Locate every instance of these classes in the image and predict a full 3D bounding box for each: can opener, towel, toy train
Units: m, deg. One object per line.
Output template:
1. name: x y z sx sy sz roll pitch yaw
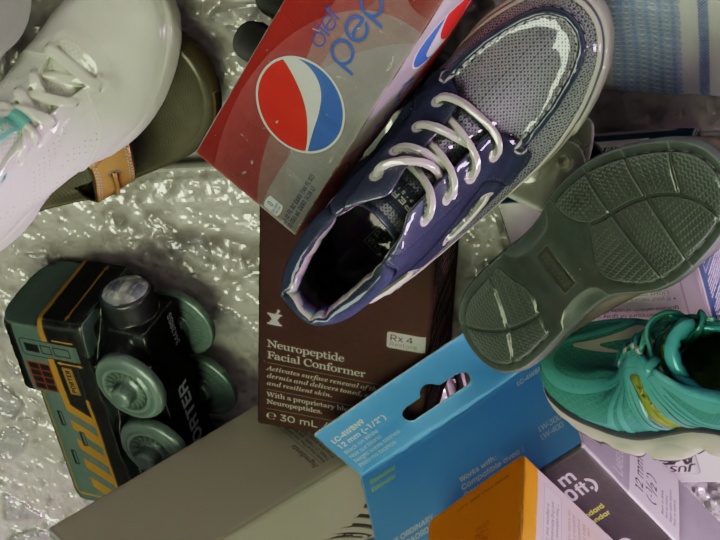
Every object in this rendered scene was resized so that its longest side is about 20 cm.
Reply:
1. can opener: 0.032 -0.088 1.269 0.199 0.067 0.054 27 92 19
2. towel: 0.159 -0.127 1.203 0.199 0.024 0.147 6 149 13
3. toy train: -0.136 0.080 1.469 0.114 0.085 0.201 11 135 28

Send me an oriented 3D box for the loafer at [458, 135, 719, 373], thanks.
1. loafer: 0.125 -0.017 1.218 0.200 0.063 0.072 -37 83 46

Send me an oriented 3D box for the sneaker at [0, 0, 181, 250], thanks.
1. sneaker: -0.171 -0.075 1.287 0.075 0.088 0.200 44 108 9

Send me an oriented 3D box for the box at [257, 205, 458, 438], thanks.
1. box: 0.000 0.000 1.357 0.100 0.075 0.201 10 129 10

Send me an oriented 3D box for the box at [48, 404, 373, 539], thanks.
1. box: -0.071 0.141 1.410 0.082 0.200 0.069 37 147 41

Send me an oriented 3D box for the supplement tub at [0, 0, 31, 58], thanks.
1. supplement tub: -0.280 -0.120 1.302 0.200 0.145 0.144 -31 114 36

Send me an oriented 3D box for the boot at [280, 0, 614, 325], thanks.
1. boot: 0.043 -0.052 1.184 0.073 0.090 0.200 40 115 3

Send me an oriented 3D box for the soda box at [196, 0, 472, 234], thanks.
1. soda box: 0.000 -0.114 1.187 0.070 0.063 0.200 40 128 8

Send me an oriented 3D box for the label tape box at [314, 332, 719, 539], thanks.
1. label tape box: 0.088 0.134 1.349 0.143 0.066 0.200 -35 114 25

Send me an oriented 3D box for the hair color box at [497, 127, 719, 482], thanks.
1. hair color box: 0.150 0.022 1.332 0.100 0.061 0.201 -3 128 23

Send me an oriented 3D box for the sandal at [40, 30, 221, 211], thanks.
1. sandal: -0.156 -0.070 1.362 0.199 0.055 0.082 -21 120 31

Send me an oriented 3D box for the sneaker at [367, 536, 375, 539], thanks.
1. sneaker: 0.042 0.188 1.490 0.200 0.088 0.075 -27 118 36

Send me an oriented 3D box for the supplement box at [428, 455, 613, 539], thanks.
1. supplement box: 0.121 0.210 1.280 0.073 0.126 0.200 -38 110 24

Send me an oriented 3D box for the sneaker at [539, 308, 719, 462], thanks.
1. sneaker: 0.161 0.045 1.215 0.200 0.078 0.080 5 148 50
